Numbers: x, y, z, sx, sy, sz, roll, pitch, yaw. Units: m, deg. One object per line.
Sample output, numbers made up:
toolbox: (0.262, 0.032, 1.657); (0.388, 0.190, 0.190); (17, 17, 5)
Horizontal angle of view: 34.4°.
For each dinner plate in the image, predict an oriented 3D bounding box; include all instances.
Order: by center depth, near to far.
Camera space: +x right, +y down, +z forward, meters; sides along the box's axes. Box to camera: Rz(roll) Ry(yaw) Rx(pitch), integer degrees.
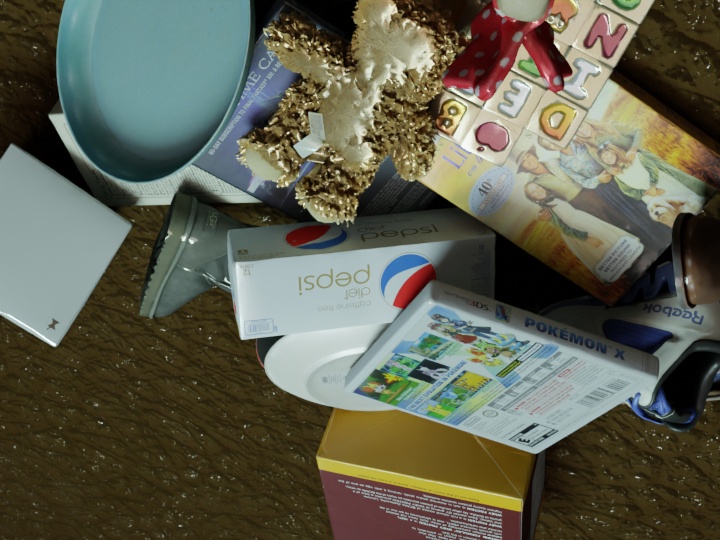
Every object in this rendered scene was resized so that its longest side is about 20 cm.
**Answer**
dinner plate: (0.016, 0.085, 0.993); (0.196, 0.025, 0.201); (-2, 151, -1)

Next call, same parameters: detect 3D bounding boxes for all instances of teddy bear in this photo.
teddy bear: (-0.004, -0.113, 0.789); (0.143, 0.067, 0.202); (26, 129, 5)

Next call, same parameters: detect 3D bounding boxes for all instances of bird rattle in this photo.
bird rattle: (0.094, -0.196, 0.643); (0.111, 0.203, 0.163); (22, -179, 7)

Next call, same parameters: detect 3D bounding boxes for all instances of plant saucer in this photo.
plant saucer: (-0.143, -0.162, 0.824); (0.198, 0.204, 0.027); (-14, 170, 35)

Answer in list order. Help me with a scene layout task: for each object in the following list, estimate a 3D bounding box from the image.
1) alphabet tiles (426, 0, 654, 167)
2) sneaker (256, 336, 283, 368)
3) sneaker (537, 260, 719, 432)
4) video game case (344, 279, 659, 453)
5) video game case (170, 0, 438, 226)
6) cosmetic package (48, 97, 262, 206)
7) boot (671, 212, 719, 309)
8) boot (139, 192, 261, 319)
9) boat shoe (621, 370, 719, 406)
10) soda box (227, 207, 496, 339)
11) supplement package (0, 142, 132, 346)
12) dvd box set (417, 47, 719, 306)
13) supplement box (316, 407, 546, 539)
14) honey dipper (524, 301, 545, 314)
alphabet tiles: (0.095, -0.170, 0.767); (0.165, 0.006, 0.202); (26, 122, -4)
sneaker: (0.003, 0.044, 1.066); (0.198, 0.075, 0.086); (-17, 165, 24)
sneaker: (0.210, 0.077, 0.925); (0.198, 0.117, 0.080); (-28, 136, 32)
video game case: (0.100, 0.081, 0.891); (0.180, 0.022, 0.200); (19, 152, -11)
video game case: (-0.020, -0.097, 0.859); (0.198, 0.019, 0.143); (27, 119, -31)
cosmetic package: (-0.135, -0.112, 0.932); (0.197, 0.074, 0.104); (2, 137, 23)
boot: (0.321, -0.017, 0.778); (0.197, 0.186, 0.065); (-4, 96, 32)
boot: (-0.081, 0.015, 0.988); (0.197, 0.074, 0.182); (15, 154, -15)
boat shoe: (0.253, 0.087, 0.989); (0.198, 0.060, 0.072); (-16, 129, 36)
soda box: (0.000, 0.000, 0.882); (0.196, 0.068, 0.065); (-5, 114, -9)
supplement package: (-0.288, -0.019, 1.008); (0.121, 0.121, 0.200); (35, 169, -16)
dvd box set: (0.149, -0.079, 0.841); (0.198, 0.030, 0.147); (32, 119, -12)
supplement box: (0.077, 0.204, 1.143); (0.194, 0.134, 0.202); (9, 139, 16)
honey dipper: (0.073, 0.073, 1.036); (0.197, 0.038, 0.038); (-18, 128, 20)
